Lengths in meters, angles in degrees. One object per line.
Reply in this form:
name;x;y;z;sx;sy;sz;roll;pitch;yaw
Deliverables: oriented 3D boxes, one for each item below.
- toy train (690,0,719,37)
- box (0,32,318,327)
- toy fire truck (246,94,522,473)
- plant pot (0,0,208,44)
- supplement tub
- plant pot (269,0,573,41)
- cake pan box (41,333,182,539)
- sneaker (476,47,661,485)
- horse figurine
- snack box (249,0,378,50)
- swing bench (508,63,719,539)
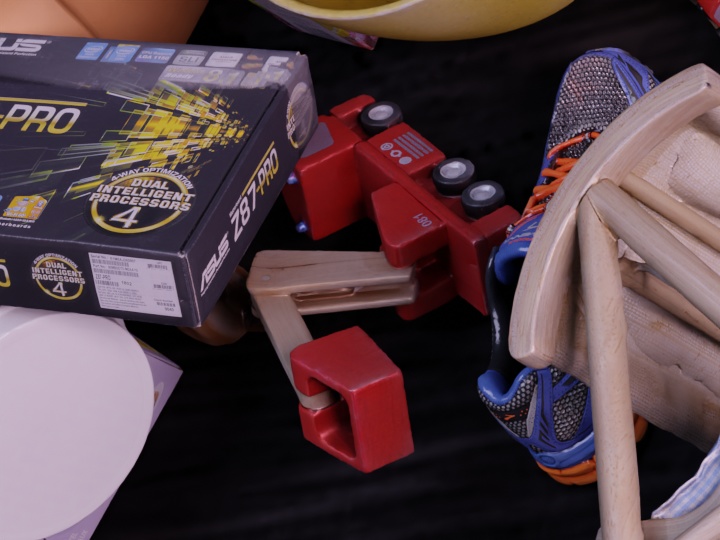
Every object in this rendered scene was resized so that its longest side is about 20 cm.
toy train;0.168;-0.118;1.333;0.034;0.046;0.200;-45;45;17
box;-0.139;-0.047;1.398;0.199;0.049;0.161;6;38;21
toy fire truck;0.000;0.000;1.375;0.141;0.049;0.200;-27;40;-20
plant pot;-0.165;-0.161;1.582;0.140;0.200;0.200;-49;42;-10
supplement tub;-0.203;0.034;1.468;0.200;0.144;0.145;36;95;46
plant pot;0.046;-0.188;1.404;0.199;0.142;0.201;-11;68;29
cake pan box;-0.203;0.097;1.576;0.184;0.052;0.200;28;90;49
sneaker;0.097;-0.010;1.321;0.075;0.078;0.201;-11;62;39
horse figurine;-0.104;-0.010;1.497;0.200;0.133;0.050;27;79;28
snack box;-0.042;-0.227;1.478;0.068;0.200;0.169;17;82;47
swing bench;0.168;0.060;1.129;0.130;0.199;0.200;-40;46;22
